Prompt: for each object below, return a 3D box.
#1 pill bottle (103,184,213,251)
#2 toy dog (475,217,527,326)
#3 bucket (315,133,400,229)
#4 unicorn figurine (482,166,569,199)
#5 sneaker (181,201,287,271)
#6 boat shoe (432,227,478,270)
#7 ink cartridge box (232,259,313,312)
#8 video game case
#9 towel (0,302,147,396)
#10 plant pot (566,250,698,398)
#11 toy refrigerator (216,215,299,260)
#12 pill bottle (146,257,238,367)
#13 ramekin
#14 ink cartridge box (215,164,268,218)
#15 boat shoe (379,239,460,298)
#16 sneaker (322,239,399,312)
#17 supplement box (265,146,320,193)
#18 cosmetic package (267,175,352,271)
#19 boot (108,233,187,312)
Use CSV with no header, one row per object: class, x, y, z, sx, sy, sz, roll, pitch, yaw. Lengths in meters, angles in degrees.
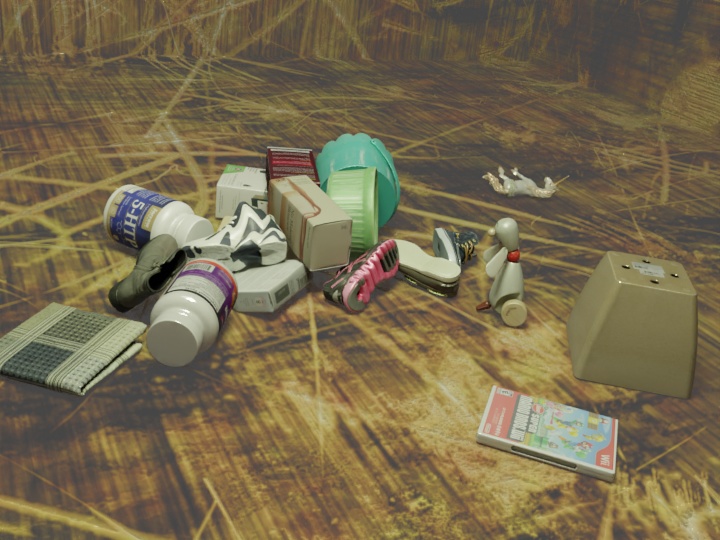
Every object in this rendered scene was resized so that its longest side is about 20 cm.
pill bottle,-0.393,-0.086,1.590,0.199,0.121,0.120,19,28,24
toy dog,0.258,0.007,1.530,0.095,0.202,0.132,-7,-2,9
bucket,-0.010,-0.187,1.818,0.205,0.209,0.135,4,35,-6
unicorn figurine,0.437,-0.232,2.187,0.198,0.074,0.138,-19,43,-18
sneaker,-0.245,-0.069,1.541,0.197,0.080,0.130,-11,45,-8
boat shoe,0.211,-0.041,1.713,0.090,0.072,0.201,1,24,-4
ink cartridge box,-0.211,0.027,1.517,0.198,0.058,0.163,-4,19,27
video game case,0.283,0.240,1.216,0.198,0.018,0.143,14,26,14
towel,-0.457,0.121,1.257,0.191,0.035,0.200,11,28,14
plant pot,0.484,0.080,1.416,0.198,0.179,0.200,10,26,5
toy refrigerator,-0.186,-0.051,1.636,0.198,0.071,0.076,7,32,1
pill bottle,-0.274,0.069,1.311,0.110,0.112,0.200,9,26,3
ramekin,-0.015,-0.112,1.667,0.097,0.202,0.200,1,25,4
ink cartridge box,-0.220,-0.171,1.852,0.198,0.085,0.146,6,26,-2
boat shoe,0.114,-0.005,1.629,0.201,0.061,0.072,26,46,35
sneaker,0.000,0.000,1.551,0.095,0.080,0.200,6,36,37
supplement box,-0.152,-0.208,1.782,0.108,0.061,0.200,2,28,-10
cosmetic package,-0.101,-0.094,1.557,0.087,0.104,0.200,-11,34,-28
boot,-0.343,-0.008,1.414,0.130,0.068,0.201,-22,27,34
